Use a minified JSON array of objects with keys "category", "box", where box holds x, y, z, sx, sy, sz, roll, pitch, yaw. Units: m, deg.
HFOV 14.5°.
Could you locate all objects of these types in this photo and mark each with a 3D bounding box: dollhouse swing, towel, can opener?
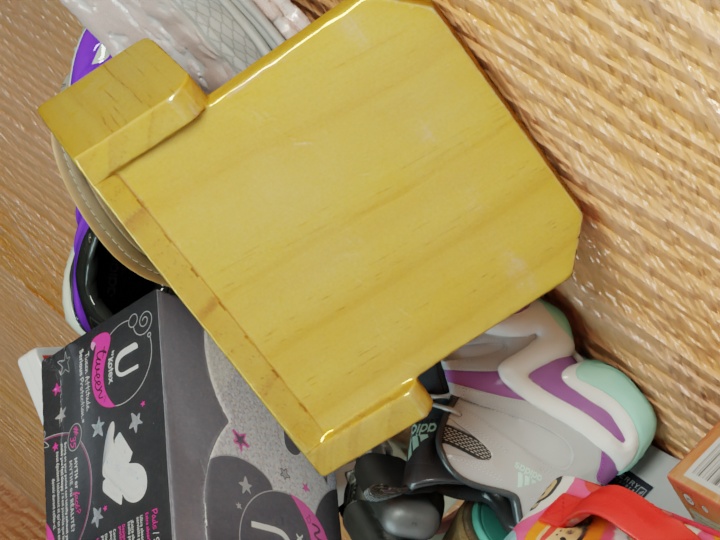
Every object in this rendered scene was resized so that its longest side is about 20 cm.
[{"category":"dollhouse swing","box":[-0.019,-0.041,1.361,0.200,0.176,0.182,52,178,-20]},{"category":"towel","box":[-0.074,-0.109,1.429,0.200,0.032,0.191,47,161,-18]},{"category":"can opener","box":[0.027,0.130,1.561,0.066,0.054,0.200,12,-172,-10]}]

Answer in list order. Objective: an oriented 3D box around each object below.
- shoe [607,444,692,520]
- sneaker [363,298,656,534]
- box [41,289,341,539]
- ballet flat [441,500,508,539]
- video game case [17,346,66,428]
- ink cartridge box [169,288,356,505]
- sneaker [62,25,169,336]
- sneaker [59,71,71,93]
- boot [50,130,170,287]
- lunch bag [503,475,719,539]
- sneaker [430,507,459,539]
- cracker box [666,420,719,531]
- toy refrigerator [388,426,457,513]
[{"category":"shoe","box":[0.167,0.149,1.498,0.200,0.071,0.091,39,167,50]},{"category":"sneaker","box":[0.042,0.059,1.456,0.200,0.140,0.078,45,165,3]},{"category":"box","box":[-0.090,0.133,1.569,0.132,0.201,0.114,19,145,-39]},{"category":"ballet flat","box":[0.072,0.151,1.559,0.068,0.072,0.200,45,-162,-3]},{"category":"video game case","box":[-0.121,0.138,1.671,0.143,0.017,0.201,1,-117,-60]},{"category":"ink cartridge box","box":[-0.072,0.054,1.766,0.145,0.083,0.201,103,146,-74]},{"category":"sneaker","box":[-0.131,-0.051,1.645,0.099,0.069,0.202,-154,65,-74]},{"category":"sneaker","box":[-0.159,-0.104,1.799,0.200,0.071,0.073,169,92,-81]},{"category":"boot","box":[-0.097,-0.035,1.523,0.200,0.077,0.155,37,-179,-19]},{"category":"lunch bag","box":[0.153,0.175,1.331,0.200,0.082,0.177,18,144,51]},{"category":"sneaker","box":[0.107,0.174,1.766,0.199,0.104,0.076,-13,98,42]},{"category":"cracker box","box":[0.240,0.166,1.336,0.134,0.058,0.200,28,157,53]},{"category":"toy refrigerator","box":[0.049,0.092,1.693,0.076,0.070,0.200,42,168,5]}]
